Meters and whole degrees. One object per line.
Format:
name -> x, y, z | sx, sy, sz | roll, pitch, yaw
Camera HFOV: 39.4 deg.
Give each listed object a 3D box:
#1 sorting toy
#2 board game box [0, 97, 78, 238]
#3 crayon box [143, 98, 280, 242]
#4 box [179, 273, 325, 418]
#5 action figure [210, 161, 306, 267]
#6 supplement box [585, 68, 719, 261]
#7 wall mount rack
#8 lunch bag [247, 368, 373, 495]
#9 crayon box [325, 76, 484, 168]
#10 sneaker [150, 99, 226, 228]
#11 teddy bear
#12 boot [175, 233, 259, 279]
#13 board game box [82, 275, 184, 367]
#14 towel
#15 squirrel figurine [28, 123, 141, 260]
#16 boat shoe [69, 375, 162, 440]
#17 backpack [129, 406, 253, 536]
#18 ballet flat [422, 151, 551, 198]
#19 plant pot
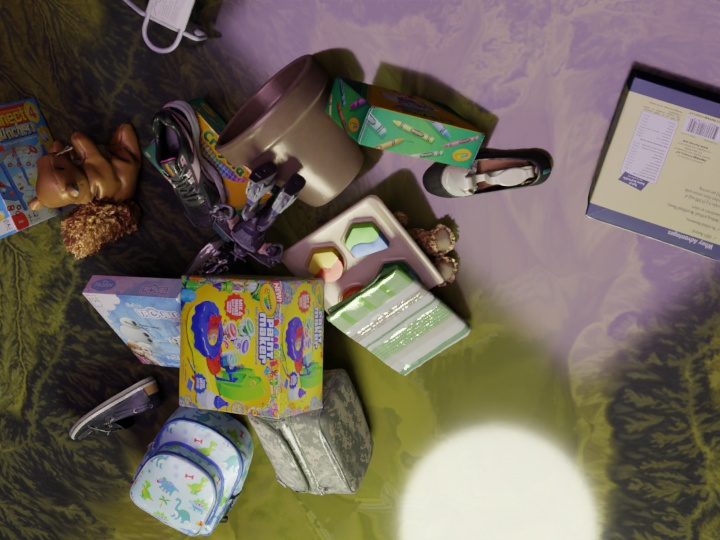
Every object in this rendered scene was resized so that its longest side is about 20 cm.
sorting toy -> 0.000, 0.000, 1.544 | 0.199, 0.037, 0.185 | -30, 115, 24
board game box -> -0.563, -0.168, 1.631 | 0.056, 0.200, 0.197 | -19, 101, 20
crayon box -> -0.235, -0.161, 1.612 | 0.200, 0.058, 0.119 | 47, 112, -1
box -> -0.165, 0.109, 1.532 | 0.192, 0.122, 0.201 | 2, 92, 31
action figure -> -0.157, -0.075, 1.496 | 0.130, 0.070, 0.200 | 31, 135, -3
supplement box -> 0.439, -0.151, 1.400 | 0.199, 0.134, 0.201 | 19, 110, 9
wall mount rack -> -0.299, -0.446, 1.551 | 0.173, 0.075, 0.201 | 26, 111, 3
lunch bag -> -0.089, 0.268, 1.650 | 0.167, 0.140, 0.201 | -3, 127, 27
crayon box -> 0.063, -0.211, 1.439 | 0.199, 0.119, 0.059 | 8, 115, -33
sneaker -> -0.276, -0.155, 1.538 | 0.080, 0.086, 0.201 | -18, 101, 21
teddy bear -> 0.055, -0.024, 1.584 | 0.199, 0.067, 0.146 | -18, 117, 17
boot -> -0.240, 0.054, 1.678 | 0.154, 0.074, 0.204 | 41, 113, -2
board game box -> -0.323, 0.089, 1.647 | 0.199, 0.044, 0.199 | 2, 140, 30
towel -> 0.062, 0.077, 1.570 | 0.149, 0.031, 0.200 | -35, 129, 20
squirrel figurine -> -0.441, -0.122, 1.618 | 0.141, 0.187, 0.201 | -11, 103, 17
boat shoe -> -0.436, 0.259, 1.790 | 0.199, 0.075, 0.062 | -30, 90, 16
backpack -> -0.287, 0.343, 1.735 | 0.182, 0.147, 0.201 | 30, 108, 3
ballet flat -> 0.184, -0.145, 1.506 | 0.199, 0.068, 0.068 | -8, 104, 17
plant pot -> -0.090, -0.196, 1.520 | 0.200, 0.201, 0.175 | -38, 112, 21
